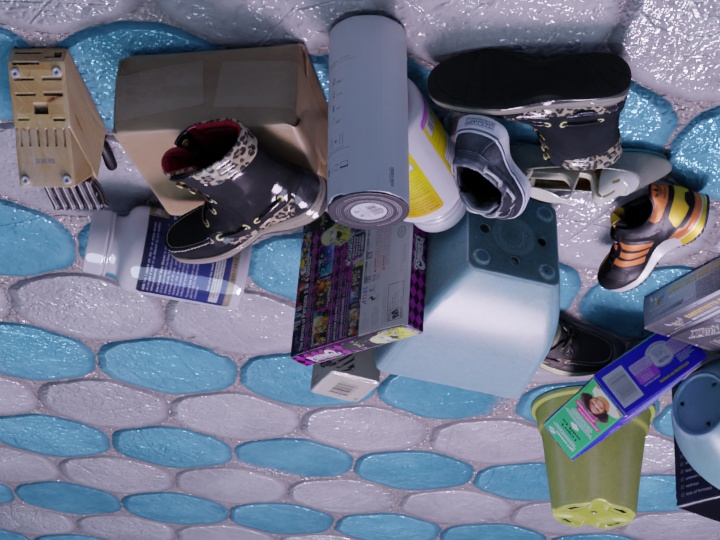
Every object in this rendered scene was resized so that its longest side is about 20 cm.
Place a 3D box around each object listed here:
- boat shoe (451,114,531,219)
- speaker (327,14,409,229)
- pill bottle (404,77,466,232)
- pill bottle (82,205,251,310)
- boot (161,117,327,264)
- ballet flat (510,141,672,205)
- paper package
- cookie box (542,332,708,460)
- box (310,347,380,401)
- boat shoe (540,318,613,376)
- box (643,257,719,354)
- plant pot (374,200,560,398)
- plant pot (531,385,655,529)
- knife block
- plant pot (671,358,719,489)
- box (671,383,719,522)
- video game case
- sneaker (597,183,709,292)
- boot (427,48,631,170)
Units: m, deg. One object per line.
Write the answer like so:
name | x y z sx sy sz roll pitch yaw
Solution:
boat shoe | 0.133 -0.088 1.380 0.072 0.068 0.200 13 162 17
speaker | 0.007 -0.146 1.277 0.081 0.200 0.081 0 155 0
pill bottle | 0.051 -0.120 1.422 0.104 0.104 0.200 -8 149 22
pill bottle | -0.243 -0.020 1.651 0.200 0.111 0.111 11 152 -12
boot | -0.150 -0.080 1.342 0.200 0.073 0.151 -15 149 27
ballet flat | 0.248 -0.101 1.470 0.199 0.064 0.067 5 153 -1
paper package | -0.138 -0.145 1.407 0.200 0.104 0.191 -2 153 12
cookie box | 0.373 0.173 1.870 0.171 0.075 0.200 -30 164 -26
box | -0.011 0.058 1.666 0.068 0.200 0.082 15 150 -18
boat shoe | 0.266 0.100 1.840 0.200 0.073 0.065 10 157 -10
box | 0.495 0.044 1.724 0.158 0.048 0.200 18 150 -22
plant pot | 0.144 0.010 1.573 0.195 0.197 0.200 13 145 -15
plant pot | 0.372 0.307 2.098 0.200 0.185 0.200 3 153 2
knife block | -0.326 -0.158 1.473 0.064 0.176 0.200 0 107 6
plant pot | 0.511 0.202 1.822 0.135 0.201 0.200 24 147 -37
box | 0.576 0.251 1.945 0.124 0.197 0.200 21 148 -32
video game case | 0.000 0.000 1.556 0.181 0.200 0.036 -19 145 36
sneaker | 0.325 -0.046 1.568 0.090 0.070 0.200 20 146 -16
boot | 0.178 -0.159 1.364 0.203 0.074 0.154 0 155 12
